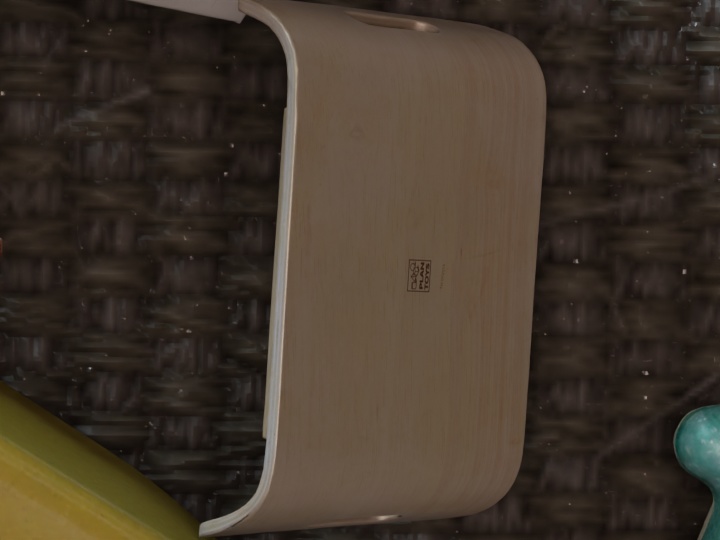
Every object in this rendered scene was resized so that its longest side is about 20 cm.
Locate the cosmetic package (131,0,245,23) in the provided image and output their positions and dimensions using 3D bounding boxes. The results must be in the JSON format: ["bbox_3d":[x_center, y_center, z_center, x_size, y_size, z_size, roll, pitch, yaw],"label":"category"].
[{"bbox_3d":[-0.117,-0.169,0.974,0.199,0.108,0.085,9,47,-25],"label":"cosmetic package"}]

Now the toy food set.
[{"bbox_3d":[0.000,0.000,1.029,0.143,0.060,0.201,2,91,-47],"label":"toy food set"}]

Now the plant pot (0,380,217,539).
[{"bbox_3d":[-0.118,0.163,0.995,0.199,0.194,0.196,27,90,-13],"label":"plant pot"}]

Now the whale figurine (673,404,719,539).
[{"bbox_3d":[0.180,0.118,1.045,0.200,0.104,0.159,-40,94,-1],"label":"whale figurine"}]

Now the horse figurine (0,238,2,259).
[{"bbox_3d":[-0.238,0.004,0.994,0.199,0.133,0.050,-1,106,-21],"label":"horse figurine"}]
